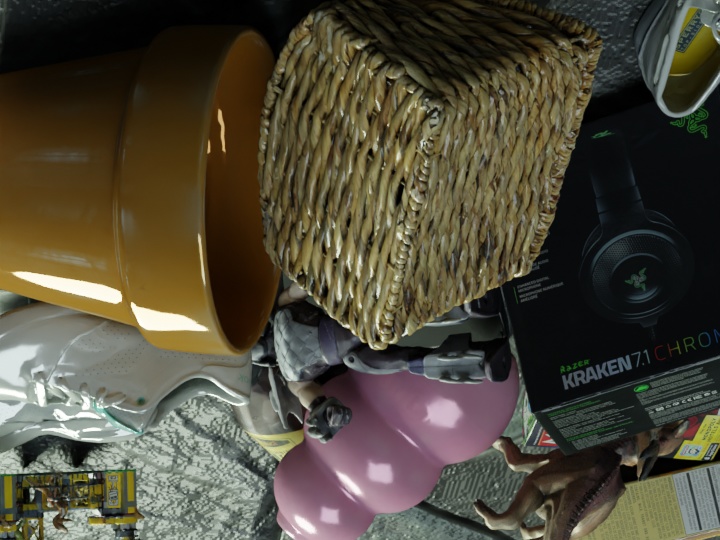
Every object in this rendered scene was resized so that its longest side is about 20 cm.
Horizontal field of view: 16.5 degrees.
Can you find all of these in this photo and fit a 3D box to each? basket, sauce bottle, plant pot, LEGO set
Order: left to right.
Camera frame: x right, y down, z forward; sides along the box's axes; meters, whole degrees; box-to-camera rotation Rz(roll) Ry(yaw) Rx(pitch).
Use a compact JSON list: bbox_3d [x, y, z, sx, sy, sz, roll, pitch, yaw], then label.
[{"bbox_3d":[-0.251,0.204,1.780,0.153,0.117,0.200,-4,175,27],"label":"LEGO set"},{"bbox_3d":[-0.155,-0.052,1.533,0.182,0.201,0.201,2,140,13],"label":"plant pot"},{"bbox_3d":[-0.054,0.100,1.796,0.066,0.066,0.200,-27,133,21],"label":"sauce bottle"},{"bbox_3d":[0.033,-0.081,1.505,0.148,0.143,0.201,-26,143,-36],"label":"basket"}]

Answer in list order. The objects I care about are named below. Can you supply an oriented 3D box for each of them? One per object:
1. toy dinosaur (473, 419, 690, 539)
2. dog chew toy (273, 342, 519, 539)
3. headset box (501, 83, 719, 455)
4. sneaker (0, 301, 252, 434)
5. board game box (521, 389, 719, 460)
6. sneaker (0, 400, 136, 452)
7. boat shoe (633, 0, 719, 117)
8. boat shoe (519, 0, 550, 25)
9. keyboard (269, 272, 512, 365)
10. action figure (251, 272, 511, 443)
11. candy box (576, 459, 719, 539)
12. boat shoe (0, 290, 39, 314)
[{"bbox_3d":[0.158,0.144,1.722,0.135,0.200,0.086,-23,106,18],"label":"toy dinosaur"},{"bbox_3d":[0.017,0.111,1.739,0.200,0.125,0.124,-46,130,4],"label":"dog chew toy"},{"bbox_3d":[0.181,-0.007,1.616,0.173,0.201,0.093,-17,154,12],"label":"headset box"},{"bbox_3d":[-0.165,0.068,1.589,0.198,0.089,0.075,-9,154,-11],"label":"sneaker"},{"bbox_3d":[0.187,0.047,1.771,0.198,0.062,0.201,7,137,-12],"label":"board game box"},{"bbox_3d":[-0.244,0.077,1.739,0.198,0.075,0.089,-9,122,0],"label":"sneaker"},{"bbox_3d":[0.227,-0.170,1.517,0.074,0.087,0.202,12,135,-20],"label":"boat shoe"},{"bbox_3d":[0.050,-0.151,1.533,0.063,0.071,0.200,22,123,-29],"label":"boat shoe"},{"bbox_3d":[0.000,0.000,1.668,0.198,0.021,0.128,-6,113,26],"label":"keyboard"},{"bbox_3d":[-0.003,0.044,1.636,0.198,0.069,0.131,-6,105,24],"label":"action figure"},{"bbox_3d":[0.250,0.180,1.894,0.198,0.056,0.115,-15,172,7],"label":"candy box"},{"bbox_3d":[-0.193,0.020,1.664,0.198,0.071,0.072,-5,139,-6],"label":"boat shoe"}]
